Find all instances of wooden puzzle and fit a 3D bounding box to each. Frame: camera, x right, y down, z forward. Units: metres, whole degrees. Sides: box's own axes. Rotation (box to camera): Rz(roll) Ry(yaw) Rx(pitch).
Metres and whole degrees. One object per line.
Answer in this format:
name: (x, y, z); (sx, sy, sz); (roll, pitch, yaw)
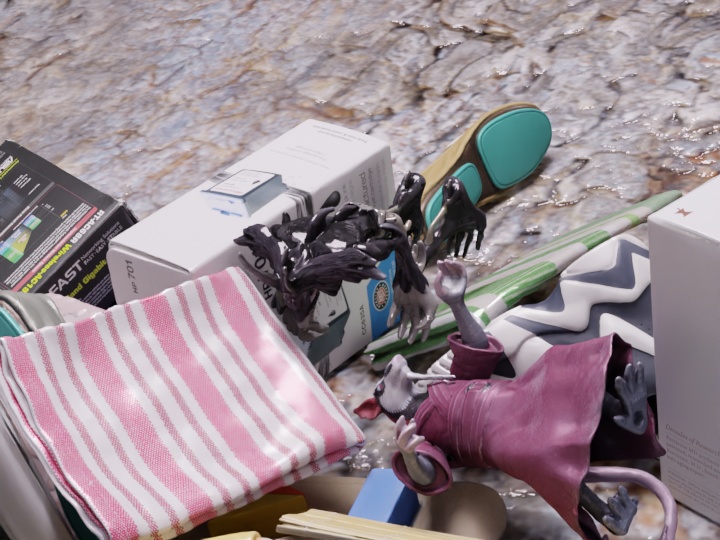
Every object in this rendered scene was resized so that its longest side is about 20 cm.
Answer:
wooden puzzle: (-0.032, 0.171, 1.042); (0.200, 0.046, 0.185); (4, 32, 20)

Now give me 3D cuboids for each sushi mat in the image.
sushi mat: (0.059, 0.152, 0.959); (0.200, 0.012, 0.096); (8, -5, 12)

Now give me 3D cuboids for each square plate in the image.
square plate: (-0.219, 0.083, 1.012); (0.028, 0.200, 0.198); (-29, 44, -10)

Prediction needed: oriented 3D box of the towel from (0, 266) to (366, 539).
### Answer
towel: (-0.103, 0.074, 1.033); (0.200, 0.030, 0.146); (-19, 63, -41)

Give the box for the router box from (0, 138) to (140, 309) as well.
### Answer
router box: (-0.266, 0.012, 1.279); (0.150, 0.062, 0.200); (28, 69, 41)

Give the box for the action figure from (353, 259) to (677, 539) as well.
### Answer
action figure: (0.087, 0.088, 1.057); (0.200, 0.149, 0.134); (4, 54, 42)

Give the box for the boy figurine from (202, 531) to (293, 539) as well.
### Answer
boy figurine: (-0.072, 0.200, 0.947); (0.200, 0.125, 0.064); (6, -4, 23)

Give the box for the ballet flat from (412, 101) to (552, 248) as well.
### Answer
ballet flat: (0.080, -0.080, 1.422); (0.063, 0.069, 0.200); (-1, 27, 41)

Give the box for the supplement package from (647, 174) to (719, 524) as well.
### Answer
supplement package: (0.250, 0.047, 1.027); (0.117, 0.200, 0.117); (-28, 36, -29)

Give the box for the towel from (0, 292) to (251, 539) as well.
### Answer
towel: (-0.184, 0.112, 1.127); (0.200, 0.032, 0.191); (16, 64, 36)

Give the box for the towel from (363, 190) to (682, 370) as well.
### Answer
towel: (0.113, 0.008, 1.232); (0.200, 0.023, 0.153); (-28, 1, -31)

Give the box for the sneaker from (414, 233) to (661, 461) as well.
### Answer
sneaker: (0.130, 0.084, 1.120); (0.199, 0.079, 0.130); (-36, 74, 9)

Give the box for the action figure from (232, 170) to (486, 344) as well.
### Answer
action figure: (0.000, 0.000, 1.145); (0.119, 0.102, 0.200); (9, 21, 36)

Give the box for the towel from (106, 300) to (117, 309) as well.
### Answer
towel: (-0.184, 0.031, 1.322); (0.200, 0.050, 0.148); (19, 47, 38)

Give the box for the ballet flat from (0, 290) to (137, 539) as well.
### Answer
ballet flat: (-0.162, 0.091, 1.059); (0.064, 0.067, 0.200); (-2, 52, -56)

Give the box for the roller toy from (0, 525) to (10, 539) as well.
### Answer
roller toy: (-0.295, 0.173, 1.013); (0.182, 0.140, 0.200); (14, 47, 41)

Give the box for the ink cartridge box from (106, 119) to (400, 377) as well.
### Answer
ink cartridge box: (-0.064, 0.006, 1.228); (0.086, 0.147, 0.200); (17, 39, 36)
